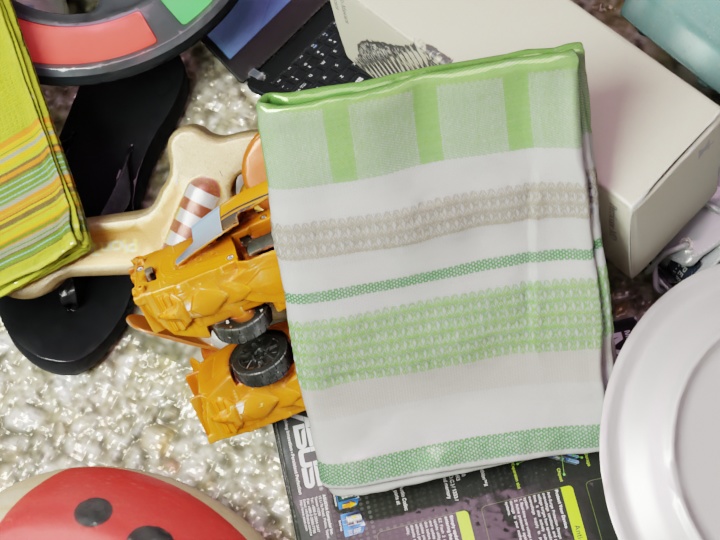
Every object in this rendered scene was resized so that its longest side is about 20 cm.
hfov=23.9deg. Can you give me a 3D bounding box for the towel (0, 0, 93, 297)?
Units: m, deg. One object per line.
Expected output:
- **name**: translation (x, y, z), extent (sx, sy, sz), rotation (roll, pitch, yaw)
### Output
- **towel**: translation (-0.202, -0.082, 0.862), extent (0.086, 0.018, 0.201), rotation (-26, 72, 14)

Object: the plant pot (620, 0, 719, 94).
- **plant pot**: translation (0.216, -0.147, 0.863), extent (0.200, 0.200, 0.134), rotation (43, 104, 21)

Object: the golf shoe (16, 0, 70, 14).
- **golf shoe**: translation (-0.253, -0.113, 0.948), extent (0.199, 0.078, 0.098), rotation (-29, 73, -6)

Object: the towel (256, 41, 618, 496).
- **towel**: translation (0.039, 0.006, 0.757), extent (0.148, 0.201, 0.031), rotation (-11, 29, -3)

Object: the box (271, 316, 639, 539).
- **box**: translation (0.068, 0.138, 0.818), extent (0.192, 0.048, 0.201), rotation (-13, 65, -2)

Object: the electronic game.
- **electronic game**: translation (-0.149, -0.189, 0.917), extent (0.198, 0.042, 0.201), rotation (-1, 66, 3)

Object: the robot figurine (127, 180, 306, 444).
- **robot figurine**: translation (0.000, 0.000, 0.803), extent (0.199, 0.146, 0.058), rotation (-22, 36, 0)

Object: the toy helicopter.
- **toy helicopter**: translation (-0.093, -0.006, 0.862), extent (0.198, 0.079, 0.133), rotation (-5, 100, 5)

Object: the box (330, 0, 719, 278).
- **box**: translation (0.078, -0.092, 0.826), extent (0.068, 0.082, 0.200), rotation (-44, 65, -12)

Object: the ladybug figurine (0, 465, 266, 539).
- **ladybug figurine**: translation (-0.114, 0.160, 0.799), extent (0.199, 0.072, 0.137), rotation (15, 77, 21)

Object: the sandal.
- **sandal**: translation (-0.149, -0.042, 0.920), extent (0.075, 0.043, 0.202), rotation (8, 68, 9)

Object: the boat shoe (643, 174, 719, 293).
- **boat shoe**: translation (0.177, -0.021, 0.859), extent (0.199, 0.070, 0.072), rotation (16, 59, 9)

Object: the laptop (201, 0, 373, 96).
- **laptop**: translation (-0.008, -0.183, 0.930), extent (0.177, 0.103, 0.200), rotation (-46, 43, -13)

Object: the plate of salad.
- **plate of salad**: translation (0.201, 0.092, 0.797), extent (0.198, 0.048, 0.202), rotation (4, 73, -13)
